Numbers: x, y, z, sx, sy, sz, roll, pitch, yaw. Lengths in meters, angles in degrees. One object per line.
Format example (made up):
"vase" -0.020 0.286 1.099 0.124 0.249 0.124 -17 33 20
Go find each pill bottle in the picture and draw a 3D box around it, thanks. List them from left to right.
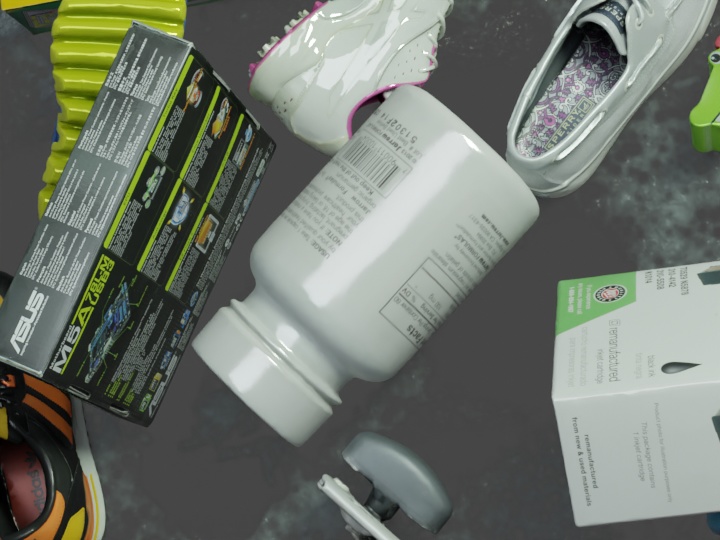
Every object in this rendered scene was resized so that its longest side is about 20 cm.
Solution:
"pill bottle" 0.000 0.000 1.078 0.114 0.114 0.200 42 89 19

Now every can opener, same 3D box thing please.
"can opener" 0.058 0.171 1.056 0.200 0.053 0.067 38 88 17

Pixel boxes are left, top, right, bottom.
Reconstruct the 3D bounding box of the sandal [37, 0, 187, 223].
"sandal" -0.153 -0.112 1.132 0.079 0.087 0.201 16 105 -4

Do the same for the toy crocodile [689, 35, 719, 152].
"toy crocodile" 0.254 -0.154 1.080 0.062 0.068 0.200 36 85 24

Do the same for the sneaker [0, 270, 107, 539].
"sneaker" -0.213 0.082 1.121 0.070 0.090 0.201 -23 73 7

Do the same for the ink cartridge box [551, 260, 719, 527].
"ink cartridge box" 0.208 0.057 0.991 0.198 0.146 0.085 -9 114 11

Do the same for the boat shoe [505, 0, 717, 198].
"boat shoe" 0.149 -0.138 1.099 0.072 0.069 0.200 39 88 19

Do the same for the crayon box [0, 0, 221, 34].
"crayon box" -0.137 -0.258 1.201 0.198 0.058 0.174 -9 75 11

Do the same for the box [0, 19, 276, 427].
"box" -0.127 -0.019 1.071 0.047 0.193 0.201 22 83 18

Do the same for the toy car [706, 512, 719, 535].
"toy car" 0.252 0.181 0.929 0.175 0.200 0.186 -5 75 12

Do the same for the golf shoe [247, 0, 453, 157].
"golf shoe" 0.026 -0.152 1.140 0.200 0.075 0.092 -41 87 4
